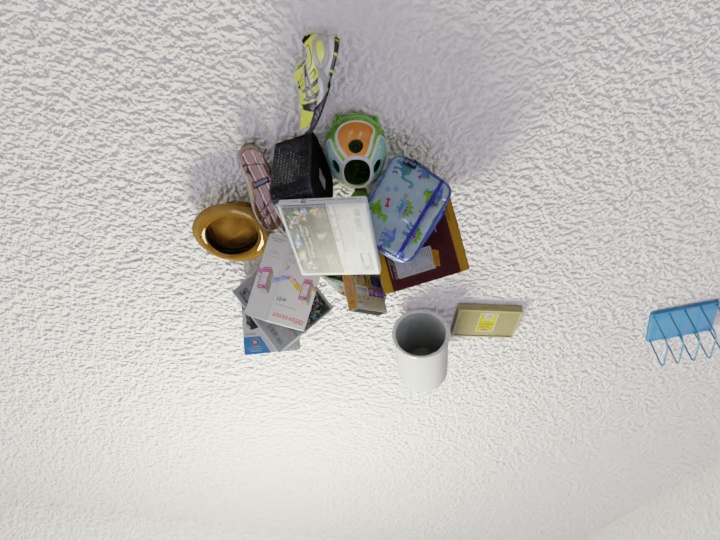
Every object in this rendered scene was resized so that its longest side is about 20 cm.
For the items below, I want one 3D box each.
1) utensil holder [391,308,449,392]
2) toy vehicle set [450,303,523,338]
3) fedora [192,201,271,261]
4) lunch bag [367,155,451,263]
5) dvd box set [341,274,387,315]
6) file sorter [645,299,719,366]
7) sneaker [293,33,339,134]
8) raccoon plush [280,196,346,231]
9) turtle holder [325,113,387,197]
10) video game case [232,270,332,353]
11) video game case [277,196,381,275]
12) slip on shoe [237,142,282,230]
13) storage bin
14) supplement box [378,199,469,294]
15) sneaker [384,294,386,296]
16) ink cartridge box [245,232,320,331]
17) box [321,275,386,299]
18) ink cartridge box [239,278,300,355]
[{"bbox_3d":[0.184,0.244,1.687,0.166,0.172,0.202,-7,138,4],"label":"utensil holder"},{"bbox_3d":[0.380,0.153,1.702,0.195,0.027,0.126,3,135,-6],"label":"toy vehicle set"},{"bbox_3d":[-0.306,-0.109,1.364,0.196,0.083,0.203,2,139,1],"label":"fedora"},{"bbox_3d":[0.091,-0.127,1.195,0.159,0.082,0.202,33,92,-1],"label":"lunch bag"},{"bbox_3d":[0.000,0.000,1.315,0.029,0.204,0.146,-19,164,26],"label":"dvd box set"},{"bbox_3d":[0.996,0.196,1.709,0.196,0.124,0.140,-12,135,10],"label":"file sorter"},{"bbox_3d":[-0.098,-0.372,1.124,0.075,0.076,0.203,14,123,-7],"label":"sneaker"},{"bbox_3d":[-0.128,-0.151,1.319,0.132,0.098,0.200,27,134,-22],"label":"raccoon plush"},{"bbox_3d":[-0.016,-0.235,1.215,0.138,0.133,0.187,15,133,-19],"label":"turtle holder"},{"bbox_3d":[-0.199,0.076,1.450,0.181,0.023,0.201,-38,87,-4],"label":"video game case"},{"bbox_3d":[-0.059,-0.066,1.152,0.178,0.024,0.202,-1,137,13],"label":"video game case"},{"bbox_3d":[-0.224,-0.189,1.268,0.075,0.061,0.203,-22,120,-3],"label":"slip on shoe"},{"bbox_3d":[-0.122,-0.183,1.211,0.092,0.203,0.136,-13,135,12],"label":"storage bin"},{"bbox_3d":[0.124,-0.070,1.299,0.196,0.201,0.133,-16,180,1],"label":"supplement box"},{"bbox_3d":[0.086,0.031,1.518,0.198,0.077,0.149,1,125,11],"label":"sneaker"},{"bbox_3d":[-0.177,0.032,1.355,0.084,0.204,0.144,15,175,37],"label":"ink cartridge box"},{"bbox_3d":[-0.027,0.037,1.460,0.110,0.199,0.035,43,76,-28],"label":"box"},{"bbox_3d":[-0.241,0.117,1.508,0.141,0.205,0.084,-5,176,0],"label":"ink cartridge box"}]
